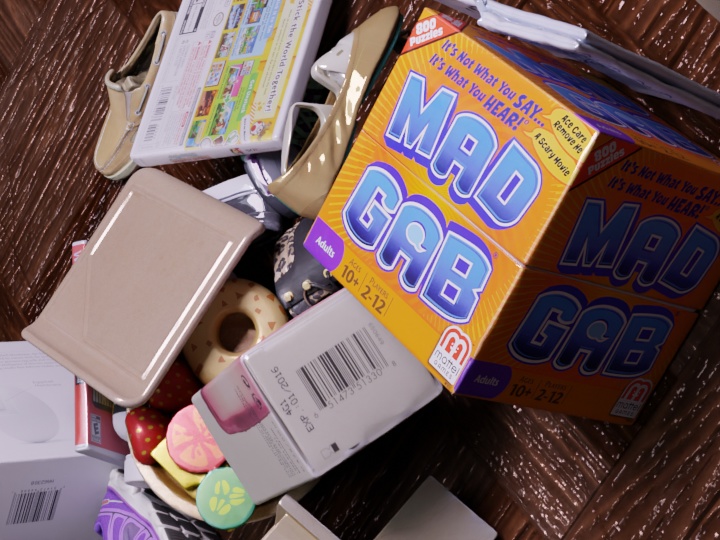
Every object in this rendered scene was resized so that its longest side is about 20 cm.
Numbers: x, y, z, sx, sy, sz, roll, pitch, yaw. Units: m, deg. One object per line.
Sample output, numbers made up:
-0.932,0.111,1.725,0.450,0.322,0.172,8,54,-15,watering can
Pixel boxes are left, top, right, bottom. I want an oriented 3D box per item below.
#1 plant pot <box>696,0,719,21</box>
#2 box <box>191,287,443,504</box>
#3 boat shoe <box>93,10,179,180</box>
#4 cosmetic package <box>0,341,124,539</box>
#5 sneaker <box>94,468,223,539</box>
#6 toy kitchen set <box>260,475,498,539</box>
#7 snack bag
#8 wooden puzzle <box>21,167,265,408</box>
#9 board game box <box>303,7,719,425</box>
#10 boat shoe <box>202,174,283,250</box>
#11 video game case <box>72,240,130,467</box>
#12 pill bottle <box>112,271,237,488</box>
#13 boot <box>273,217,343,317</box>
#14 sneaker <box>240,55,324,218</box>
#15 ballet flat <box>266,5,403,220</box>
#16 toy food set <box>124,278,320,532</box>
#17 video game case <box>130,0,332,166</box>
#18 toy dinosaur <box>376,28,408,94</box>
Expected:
0.259,-0.255,1.121,0.187,0.199,0.189,-14,70,43,plant pot
-0.039,0.098,1.328,0.109,0.127,0.200,57,159,2,box
-0.231,-0.183,1.720,0.201,0.076,0.072,-58,46,20,boat shoe
-0.358,0.173,1.662,0.200,0.198,0.124,47,127,43,cosmetic package
-0.188,0.257,1.556,0.200,0.080,0.084,27,90,58,sneaker
0.014,0.264,1.363,0.200,0.181,0.163,39,70,11,toy kitchen set
0.150,-0.161,1.221,0.200,0.188,0.022,29,101,47,snack bag
-0.192,0.014,1.497,0.185,0.037,0.200,27,77,44,wooden puzzle
0.122,-0.035,1.210,0.200,0.199,0.201,44,112,43,board game box
-0.147,-0.029,1.601,0.199,0.072,0.068,-21,64,35,boat shoe
-0.230,0.086,1.606,0.017,0.143,0.201,-11,70,21,video game case
-0.172,0.098,1.557,0.112,0.112,0.202,-12,71,45,pill bottle
0.000,0.000,1.427,0.150,0.073,0.201,-40,49,32,boot
-0.065,-0.149,1.538,0.087,0.074,0.201,-31,58,32,sneaker
-0.023,-0.143,1.425,0.069,0.063,0.201,151,141,-75,ballet flat
-0.106,0.122,1.461,0.198,0.049,0.200,41,79,15,toy food set
-0.115,-0.193,1.552,0.181,0.023,0.201,-4,60,37,video game case
0.059,-0.146,1.412,0.102,0.077,0.201,-38,23,31,toy dinosaur
